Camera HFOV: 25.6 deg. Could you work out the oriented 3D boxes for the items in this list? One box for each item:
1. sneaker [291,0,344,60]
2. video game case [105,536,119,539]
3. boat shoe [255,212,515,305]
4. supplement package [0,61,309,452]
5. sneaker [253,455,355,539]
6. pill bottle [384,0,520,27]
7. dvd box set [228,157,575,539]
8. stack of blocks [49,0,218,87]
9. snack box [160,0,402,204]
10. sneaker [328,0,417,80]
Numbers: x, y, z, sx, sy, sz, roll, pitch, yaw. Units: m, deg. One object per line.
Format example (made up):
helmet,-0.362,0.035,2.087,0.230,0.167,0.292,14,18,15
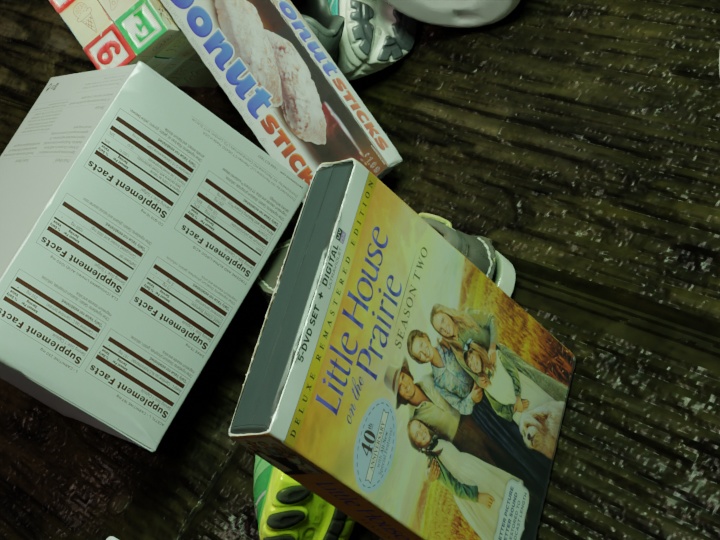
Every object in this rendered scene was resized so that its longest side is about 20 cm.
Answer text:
sneaker,-0.064,-0.202,1.107,0.085,0.074,0.200,-52,58,39
video game case,-0.184,0.277,0.961,0.200,0.018,0.143,-51,38,0
boat shoe,0.001,-0.003,0.969,0.201,0.060,0.072,1,62,45
supplement package,-0.173,-0.011,1.052,0.200,0.147,0.191,-60,25,-12
sneaker,-0.022,0.065,0.896,0.084,0.074,0.200,39,110,61
pill bottle,0.077,-0.275,1.072,0.114,0.114,0.200,-8,55,41
dvd box set,0.030,0.059,0.779,0.029,0.200,0.147,-8,54,41
stack of blocks,-0.153,-0.197,1.150,0.059,0.200,0.115,-37,84,16
snack box,-0.057,-0.132,1.043,0.072,0.200,0.024,-37,-4,34
sneaker,-0.003,-0.228,1.140,0.080,0.077,0.201,-20,54,49
